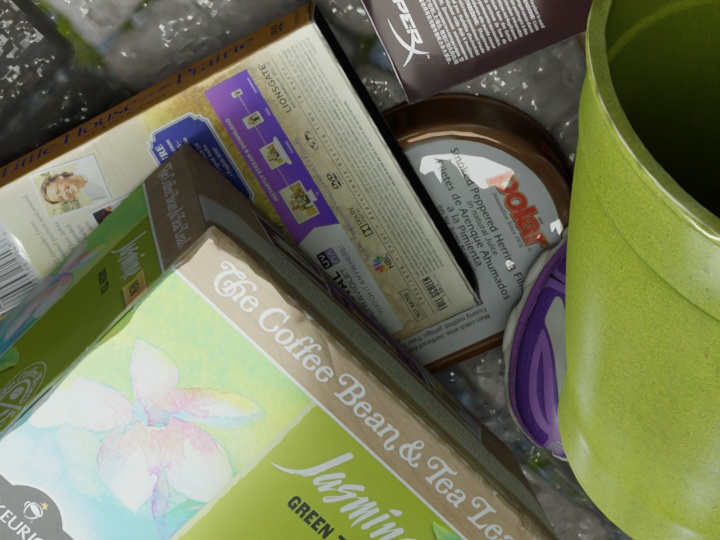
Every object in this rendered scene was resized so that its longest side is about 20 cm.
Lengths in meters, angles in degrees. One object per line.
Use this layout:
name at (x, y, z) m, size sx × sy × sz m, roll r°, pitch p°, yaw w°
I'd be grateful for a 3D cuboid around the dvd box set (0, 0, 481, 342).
dvd box set at (-0.071, -0.004, 1.197) m, size 0.200 × 0.029 × 0.146 m, roll -28°, pitch 111°, yaw 11°

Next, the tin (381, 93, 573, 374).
tin at (0.000, 0.000, 1.236) m, size 0.200 × 0.042 × 0.112 m, roll -24°, pitch 115°, yaw 10°

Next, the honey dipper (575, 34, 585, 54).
honey dipper at (0.128, -0.049, 1.216) m, size 0.038 × 0.038 × 0.200 m, roll -27°, pitch 108°, yaw 11°

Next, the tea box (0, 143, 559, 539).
tea box at (-0.062, 0.095, 1.139) m, size 0.200 × 0.134 × 0.197 m, roll 43°, pitch 96°, yaw -17°

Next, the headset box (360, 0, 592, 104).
headset box at (0.094, -0.156, 1.107) m, size 0.200 × 0.149 × 0.077 m, roll -23°, pitch 112°, yaw 10°

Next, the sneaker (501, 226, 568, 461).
sneaker at (0.125, -0.005, 1.168) m, size 0.081 × 0.083 × 0.200 m, roll 34°, pitch 106°, yaw -2°

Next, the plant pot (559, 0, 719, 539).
plant pot at (0.156, 0.004, 1.024) m, size 0.200 × 0.200 × 0.193 m, roll 10°, pitch 136°, yaw -5°
